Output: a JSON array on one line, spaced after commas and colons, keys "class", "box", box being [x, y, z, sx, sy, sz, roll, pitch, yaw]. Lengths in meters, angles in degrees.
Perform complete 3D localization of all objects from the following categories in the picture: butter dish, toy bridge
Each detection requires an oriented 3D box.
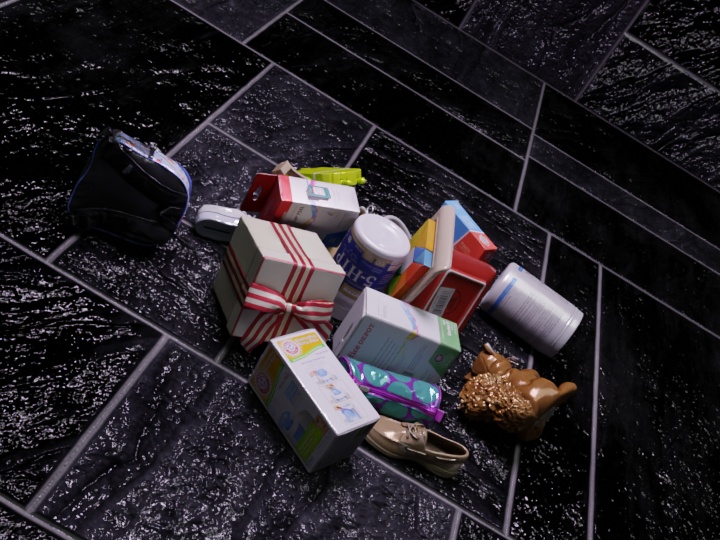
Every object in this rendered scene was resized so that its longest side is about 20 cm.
[{"class": "butter dish", "box": [0.143, 0.032, 1.761, 0.199, 0.200, 0.148, 19, 17, -44]}, {"class": "toy bridge", "box": [-0.102, -0.137, 1.735, 0.200, 0.027, 0.067, 56, 41, -22]}]

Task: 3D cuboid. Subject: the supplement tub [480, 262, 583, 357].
[{"class": "supplement tub", "box": [0.384, 0.088, 1.943, 0.200, 0.132, 0.132, 37, 34, 6]}]

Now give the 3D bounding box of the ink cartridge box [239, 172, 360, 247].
[{"class": "ink cartridge box", "box": [-0.116, -0.113, 1.631, 0.199, 0.116, 0.067, 7, 52, -25]}]

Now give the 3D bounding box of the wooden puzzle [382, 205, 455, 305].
[{"class": "wooden puzzle", "box": [0.103, -0.016, 1.649, 0.037, 0.200, 0.185, 31, 41, -19]}]

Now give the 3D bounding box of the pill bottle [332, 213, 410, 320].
[{"class": "pill bottle", "box": [0.000, 0.000, 1.675, 0.119, 0.200, 0.120, 22, 35, -16]}]

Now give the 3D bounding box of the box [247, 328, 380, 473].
[{"class": "box", "box": [-0.081, 0.211, 1.420, 0.101, 0.113, 0.200, -12, 55, -45]}]

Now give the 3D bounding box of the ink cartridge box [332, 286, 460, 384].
[{"class": "ink cartridge box", "box": [0.063, 0.137, 1.602, 0.199, 0.146, 0.088, 21, 34, -17]}]

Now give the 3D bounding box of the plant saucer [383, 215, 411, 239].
[{"class": "plant saucer", "box": [0.060, -0.015, 1.825, 0.200, 0.050, 0.201, 28, 57, -55]}]

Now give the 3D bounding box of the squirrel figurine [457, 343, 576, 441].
[{"class": "squirrel figurine", "box": [0.280, 0.230, 1.679, 0.200, 0.142, 0.187, -7, 43, -47]}]

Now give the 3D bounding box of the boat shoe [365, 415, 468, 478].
[{"class": "boat shoe", "box": [0.093, 0.293, 1.502, 0.199, 0.065, 0.071, 25, 34, -12]}]

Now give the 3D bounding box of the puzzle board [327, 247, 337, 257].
[{"class": "puzzle board", "box": [-0.116, -0.053, 1.725, 0.151, 0.017, 0.200, 58, 42, -19]}]

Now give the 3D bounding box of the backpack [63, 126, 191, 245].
[{"class": "backpack", "box": [-0.405, -0.141, 1.554, 0.190, 0.200, 0.154, 30, 20, -10]}]

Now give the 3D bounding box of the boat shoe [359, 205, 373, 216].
[{"class": "boat shoe", "box": [-0.009, -0.108, 1.817, 0.202, 0.086, 0.075, 63, 7, -51]}]

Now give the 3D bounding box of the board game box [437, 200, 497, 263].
[{"class": "board game box", "box": [0.188, -0.028, 1.866, 0.040, 0.200, 0.153, -5, 48, -43]}]

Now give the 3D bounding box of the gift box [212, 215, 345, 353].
[{"class": "gift box", "box": [-0.145, 0.039, 1.533, 0.184, 0.201, 0.187, 8, 25, -27]}]

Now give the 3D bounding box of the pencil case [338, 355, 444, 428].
[{"class": "pencil case", "box": [0.045, 0.219, 1.534, 0.199, 0.085, 0.092, 19, 1, -20]}]

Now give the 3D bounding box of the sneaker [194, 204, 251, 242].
[{"class": "sneaker", "box": [-0.230, -0.087, 1.712, 0.199, 0.073, 0.071, 20, 38, -19]}]

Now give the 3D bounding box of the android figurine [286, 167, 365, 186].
[{"class": "android figurine", "box": [-0.081, -0.205, 1.922, 0.200, 0.041, 0.182, 9, 16, 37]}]
